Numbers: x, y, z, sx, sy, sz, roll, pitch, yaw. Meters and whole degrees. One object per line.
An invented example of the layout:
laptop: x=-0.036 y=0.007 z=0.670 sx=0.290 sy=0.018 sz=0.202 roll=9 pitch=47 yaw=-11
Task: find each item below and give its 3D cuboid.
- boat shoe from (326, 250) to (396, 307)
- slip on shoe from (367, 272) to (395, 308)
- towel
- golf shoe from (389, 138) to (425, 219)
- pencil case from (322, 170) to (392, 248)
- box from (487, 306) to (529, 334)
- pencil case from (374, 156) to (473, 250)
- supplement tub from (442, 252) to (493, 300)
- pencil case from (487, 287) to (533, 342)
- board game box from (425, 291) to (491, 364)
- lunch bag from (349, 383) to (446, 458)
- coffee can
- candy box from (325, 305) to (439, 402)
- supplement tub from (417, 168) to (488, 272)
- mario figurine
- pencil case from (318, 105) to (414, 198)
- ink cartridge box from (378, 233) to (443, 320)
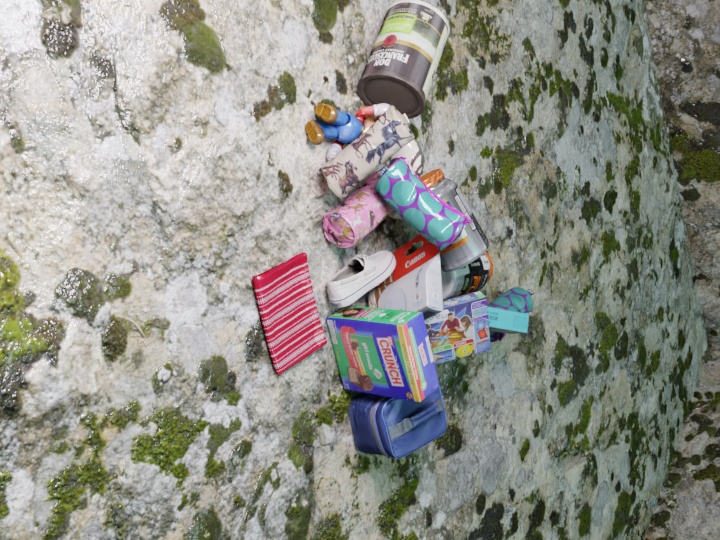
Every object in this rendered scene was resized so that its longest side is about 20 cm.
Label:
boat shoe: x=0.000 y=0.000 z=1.542 sx=0.200 sy=0.072 sz=0.066 roll=-36 pitch=121 yaw=-36
slip on shoe: x=0.043 y=0.092 z=1.607 sx=0.076 sy=0.061 sz=0.200 roll=7 pitch=67 yaw=-35
towel: x=-0.131 y=0.079 z=1.418 sx=0.145 sy=0.022 sz=0.200 roll=-29 pitch=114 yaw=-46
golf shoe: x=0.092 y=-0.210 z=1.642 sx=0.088 sy=0.077 sz=0.201 roll=-21 pitch=107 yaw=-41
pencil case: x=0.007 y=-0.127 z=1.530 sx=0.200 sy=0.083 sz=0.087 roll=-44 pitch=114 yaw=-40
box: x=0.303 y=0.116 z=1.830 sx=0.200 sy=0.082 sz=0.049 roll=11 pitch=81 yaw=-16
pencil case: x=0.120 y=-0.134 z=1.482 sx=0.200 sy=0.092 sz=0.085 roll=43 pitch=29 yaw=3
supplement tub: x=0.224 y=0.003 z=1.772 sx=0.200 sy=0.122 sz=0.123 roll=-11 pitch=100 yaw=-50
pencil case: x=0.384 y=0.115 z=1.987 sx=0.200 sy=0.092 sz=0.085 roll=-30 pitch=151 yaw=-45
board game box: x=0.186 y=0.134 z=1.654 sx=0.200 sy=0.034 sz=0.136 roll=-13 pitch=113 yaw=-10
lunch bag: x=0.093 y=0.308 z=1.586 sx=0.200 sy=0.132 sz=0.136 roll=-21 pitch=101 yaw=-38
coffee can: x=0.092 y=-0.442 z=1.574 sx=0.146 sy=0.146 sz=0.200 roll=40 pitch=60 yaw=-44
candy box: x=0.043 y=0.163 z=1.493 sx=0.077 sy=0.200 sz=0.169 roll=-33 pitch=116 yaw=-45
supplement tub: x=0.178 y=-0.108 z=1.599 sx=0.123 sy=0.122 sz=0.200 roll=-41 pitch=103 yaw=-42
mario figurine: x=-0.005 y=-0.273 z=1.487 sx=0.200 sy=0.123 sz=0.106 roll=-2 pitch=81 yaw=-47
pencil case: x=0.015 y=-0.229 z=1.446 sx=0.078 sy=0.200 sz=0.089 roll=47 pitch=12 yaw=-17
ink cartridge box: x=0.097 y=0.017 z=1.534 sx=0.047 sy=0.160 sz=0.200 roll=16 pitch=58 yaw=-31
